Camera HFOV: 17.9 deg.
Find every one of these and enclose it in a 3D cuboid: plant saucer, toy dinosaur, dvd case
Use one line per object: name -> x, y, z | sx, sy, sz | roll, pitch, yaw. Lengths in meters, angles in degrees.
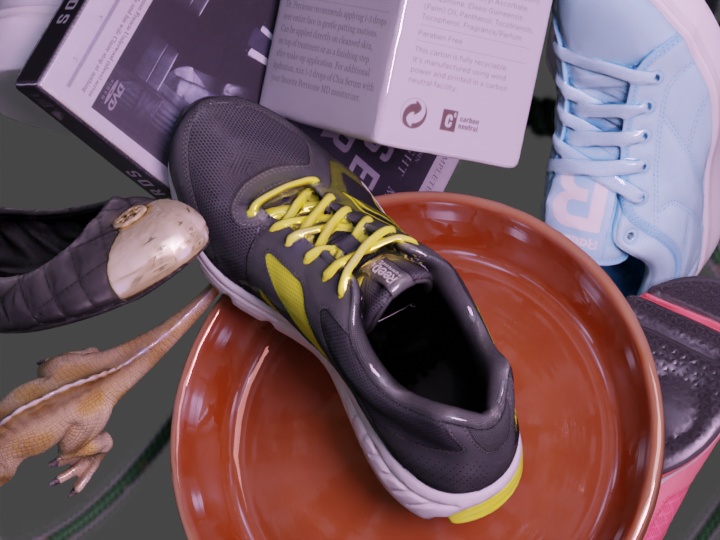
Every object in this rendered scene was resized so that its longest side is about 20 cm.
plant saucer -> 0.023, 0.068, 0.917 | 0.199, 0.032, 0.201 | -4, 72, 11
toy dinosaur -> -0.118, 0.053, 0.933 | 0.199, 0.101, 0.058 | -29, 82, -16
dvd case -> -0.034, -0.083, 0.961 | 0.200, 0.025, 0.151 | 39, 71, -34

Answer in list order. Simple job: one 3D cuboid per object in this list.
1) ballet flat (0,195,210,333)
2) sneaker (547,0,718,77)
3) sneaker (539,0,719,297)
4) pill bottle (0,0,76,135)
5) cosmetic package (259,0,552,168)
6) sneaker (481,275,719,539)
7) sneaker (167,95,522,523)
ballet flat -> -0.144, -0.010, 0.914 | 0.066, 0.199, 0.057 | -42, 121, -46
sneaker -> 0.153, -0.168, 1.008 | 0.070, 0.109, 0.200 | 36, 73, 12
sneaker -> 0.107, -0.044, 0.936 | 0.074, 0.201, 0.082 | 13, 52, 29
pill bottle -> -0.111, -0.165, 0.986 | 0.111, 0.112, 0.201 | 10, 75, -4
cosmetic package -> 0.029, -0.149, 0.908 | 0.071, 0.101, 0.201 | 8, 97, -31
sneaker -> 0.099, 0.091, 0.957 | 0.074, 0.087, 0.201 | 31, 82, 17
sneaker -> 0.000, 0.000, 0.873 | 0.074, 0.085, 0.200 | -35, 74, -21
